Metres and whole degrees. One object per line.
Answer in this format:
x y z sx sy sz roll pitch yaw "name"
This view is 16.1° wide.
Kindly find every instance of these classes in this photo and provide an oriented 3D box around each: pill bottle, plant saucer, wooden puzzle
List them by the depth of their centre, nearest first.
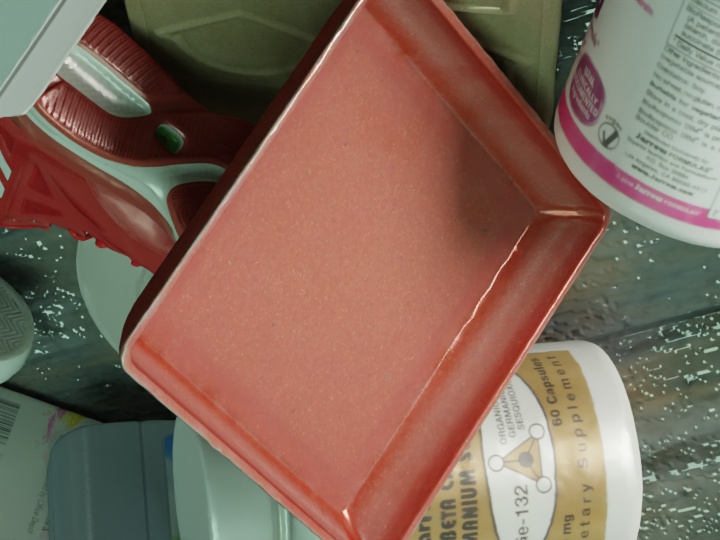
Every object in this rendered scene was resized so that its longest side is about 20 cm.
0.161 -0.119 1.021 0.113 0.113 0.200 17 126 -4 "pill bottle"
0.000 0.000 1.057 0.037 0.200 0.200 21 163 44 "plant saucer"
-0.007 -0.123 1.063 0.185 0.046 0.200 5 152 4 "wooden puzzle"
0.019 0.097 1.172 0.200 0.114 0.115 -5 128 -14 "pill bottle"

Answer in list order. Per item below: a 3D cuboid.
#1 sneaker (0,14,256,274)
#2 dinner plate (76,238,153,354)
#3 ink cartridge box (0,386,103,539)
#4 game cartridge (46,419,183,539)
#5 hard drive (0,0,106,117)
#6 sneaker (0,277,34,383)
-0.094 -0.029 1.132 0.200 0.078 0.115 47 149 -14 "sneaker"
-0.037 0.015 1.197 0.200 0.024 0.200 5 134 5 "dinner plate"
-0.147 0.133 1.258 0.200 0.117 0.067 20 128 -5 "ink cartridge box"
-0.051 0.133 1.225 0.200 0.133 0.041 9 128 -18 "game cartridge"
-0.160 -0.179 1.012 0.132 0.026 0.200 -50 64 33 "hard drive"
-0.256 0.037 1.239 0.200 0.074 0.116 19 129 7 "sneaker"
